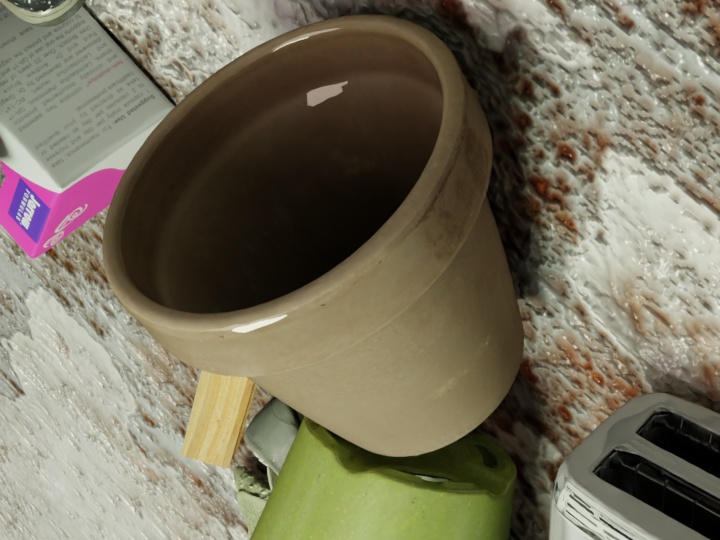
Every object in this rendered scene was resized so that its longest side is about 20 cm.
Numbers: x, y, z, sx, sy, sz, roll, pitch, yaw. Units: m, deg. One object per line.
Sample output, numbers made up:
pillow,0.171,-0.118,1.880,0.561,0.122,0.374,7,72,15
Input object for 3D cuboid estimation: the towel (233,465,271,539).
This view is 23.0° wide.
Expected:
towel,-0.010,0.222,1.259,0.200,0.036,0.149,17,136,43

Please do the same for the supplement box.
supplement box,-0.225,-0.124,1.111,0.200,0.103,0.101,46,148,6

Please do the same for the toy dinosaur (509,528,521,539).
toy dinosaur,0.056,0.149,1.090,0.088,0.047,0.201,-15,108,53

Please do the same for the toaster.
toaster,0.169,0.149,0.875,0.200,0.113,0.130,29,139,36

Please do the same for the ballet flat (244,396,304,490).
ballet flat,-0.007,0.169,1.143,0.064,0.067,0.200,-39,75,17

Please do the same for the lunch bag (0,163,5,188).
lunch bag,-0.310,-0.051,1.010,0.176,0.200,0.082,25,135,35

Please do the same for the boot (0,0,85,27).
boot,-0.247,-0.230,0.996,0.203,0.074,0.154,40,177,10

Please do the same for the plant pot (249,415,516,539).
plant pot,0.006,0.179,0.997,0.200,0.200,0.191,27,108,35

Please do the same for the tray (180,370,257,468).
tray,-0.068,0.030,1.067,0.037,0.099,0.200,16,146,-2

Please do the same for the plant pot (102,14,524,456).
plant pot,0.000,0.000,0.893,0.200,0.201,0.175,15,152,45
